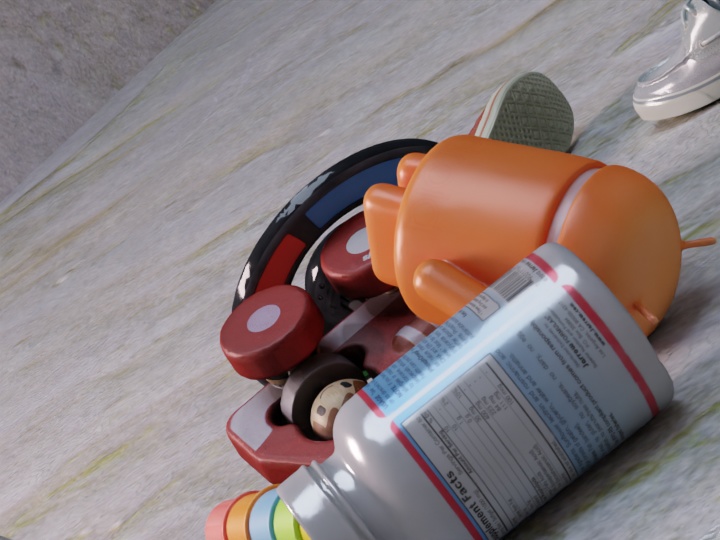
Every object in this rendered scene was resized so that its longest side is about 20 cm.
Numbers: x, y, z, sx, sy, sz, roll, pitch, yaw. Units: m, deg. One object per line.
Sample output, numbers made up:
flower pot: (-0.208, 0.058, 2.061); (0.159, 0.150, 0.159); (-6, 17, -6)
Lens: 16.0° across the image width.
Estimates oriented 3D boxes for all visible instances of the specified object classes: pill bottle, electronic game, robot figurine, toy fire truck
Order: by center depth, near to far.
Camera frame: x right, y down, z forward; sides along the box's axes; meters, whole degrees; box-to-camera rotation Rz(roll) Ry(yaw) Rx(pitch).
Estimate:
pill bottle: (0.058, 0.085, 1.348); (0.200, 0.109, 0.109); (-38, 13, -3)
robot figurine: (0.099, -0.012, 1.481); (0.199, 0.117, 0.144); (13, -1, 30)
toy fire truck: (0.018, 0.061, 1.582); (0.200, 0.112, 0.168); (-39, 33, -12)
electronic game: (0.000, 0.000, 1.692); (0.200, 0.200, 0.042); (-39, 53, -9)

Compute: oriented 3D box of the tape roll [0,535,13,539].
tape roll: (-0.200, 0.236, 1.305); (0.203, 0.203, 0.139); (-41, 14, -17)

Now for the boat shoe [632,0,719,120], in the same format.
boat shoe: (0.264, -0.175, 1.795); (0.201, 0.072, 0.070); (-29, 15, 33)

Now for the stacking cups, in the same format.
stacking cups: (-0.034, 0.152, 1.507); (0.060, 0.061, 0.200); (-43, 9, -23)

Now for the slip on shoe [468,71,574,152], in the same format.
slip on shoe: (0.101, -0.082, 1.923); (0.061, 0.074, 0.200); (-29, 20, 45)
